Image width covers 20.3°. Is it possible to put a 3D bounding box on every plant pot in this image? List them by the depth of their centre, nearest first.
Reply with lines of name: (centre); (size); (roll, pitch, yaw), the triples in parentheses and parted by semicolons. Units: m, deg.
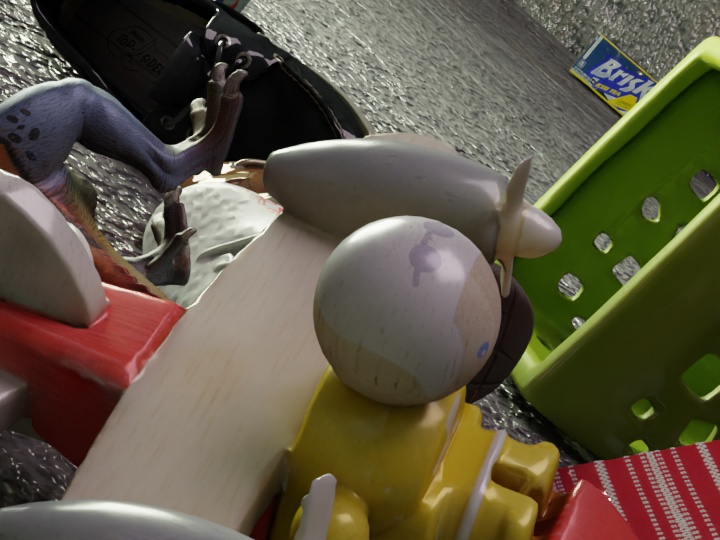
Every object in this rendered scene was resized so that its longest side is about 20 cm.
plant pot: (0.197, 0.021, 1.074); (0.181, 0.200, 0.199); (43, 11, -17)

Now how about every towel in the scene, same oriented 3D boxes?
towel: (0.161, 0.102, 0.777); (0.145, 0.199, 0.023); (-106, -173, -69)

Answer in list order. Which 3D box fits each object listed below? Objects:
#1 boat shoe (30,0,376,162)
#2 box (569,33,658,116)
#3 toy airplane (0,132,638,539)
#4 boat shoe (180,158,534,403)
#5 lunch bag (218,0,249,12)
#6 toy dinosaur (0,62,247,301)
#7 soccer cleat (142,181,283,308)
boat shoe: (-0.076, -0.086, 0.899); (0.199, 0.075, 0.066); (42, 9, 31)
box: (0.387, -0.238, 2.791); (0.200, 0.070, 0.064); (42, 10, 7)
toy airplane: (-0.021, 0.031, 0.506); (0.198, 0.141, 0.201); (3, 50, -34)
boat shoe: (0.000, 0.000, 0.843); (0.200, 0.076, 0.072); (28, 14, -47)
lunch bag: (-0.080, -0.225, 1.096); (0.127, 0.200, 0.170); (38, 13, -8)
toy dinosaur: (-0.130, -0.050, 0.624); (0.181, 0.105, 0.201); (10, 38, -25)
soccer cleat: (-0.026, 0.028, 0.668); (0.200, 0.068, 0.085); (56, 3, 39)
